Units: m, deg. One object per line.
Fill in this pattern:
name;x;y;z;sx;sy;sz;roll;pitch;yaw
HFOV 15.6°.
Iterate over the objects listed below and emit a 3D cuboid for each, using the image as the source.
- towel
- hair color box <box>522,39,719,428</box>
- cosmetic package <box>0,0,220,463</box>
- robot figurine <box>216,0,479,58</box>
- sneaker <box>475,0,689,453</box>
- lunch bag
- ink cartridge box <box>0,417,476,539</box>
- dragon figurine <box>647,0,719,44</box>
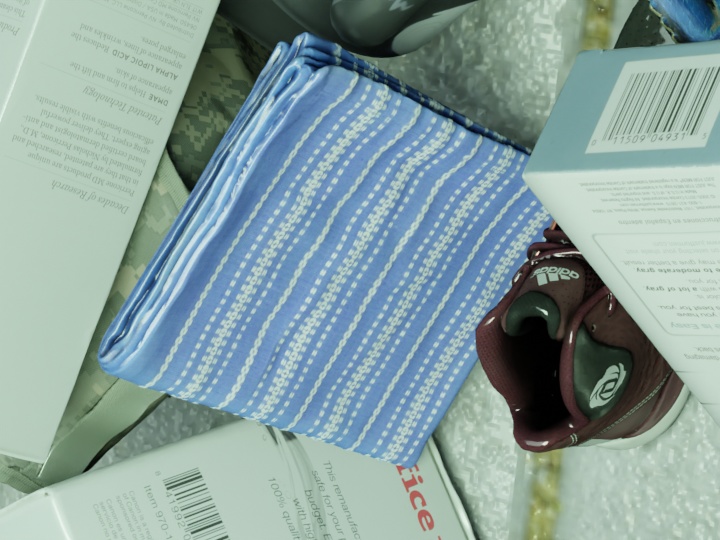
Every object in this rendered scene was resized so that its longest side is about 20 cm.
towel;0.000;0.000;1.006;0.024;0.200;0.145;39;100;38
hair color box;0.154;0.005;0.926;0.099;0.200;0.061;-1;52;42
cosmetic package;-0.143;-0.040;1.004;0.113;0.081;0.200;24;94;47
robot figurine;0.020;-0.163;1.019;0.200;0.125;0.150;-36;72;34
sneaker;0.099;-0.017;1.003;0.076;0.115;0.200;18;106;29
lunch bag;-0.099;-0.021;1.091;0.164;0.117;0.200;-43;43;29
ink cartridge box;-0.047;0.138;1.066;0.083;0.200;0.145;-29;81;44
dragon figurine;0.144;-0.063;0.954;0.059;0.200;0.100;-36;40;55
